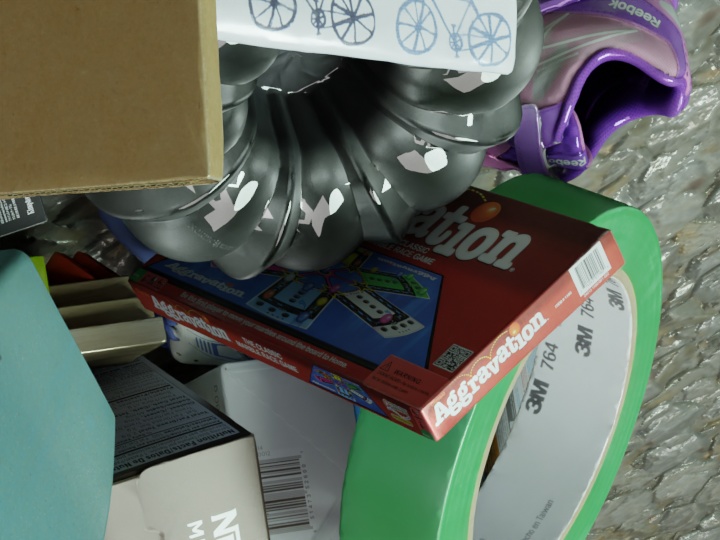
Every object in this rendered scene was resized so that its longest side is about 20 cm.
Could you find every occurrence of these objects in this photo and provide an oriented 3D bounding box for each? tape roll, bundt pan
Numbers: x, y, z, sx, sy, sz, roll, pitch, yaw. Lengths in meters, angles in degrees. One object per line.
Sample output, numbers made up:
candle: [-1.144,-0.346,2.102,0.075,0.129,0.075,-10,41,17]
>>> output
tape roll: [0.063,0.061,0.925,0.200,0.048,0.202,-44,146,-41]
bundt pan: [-0.021,-0.075,0.780,0.200,0.076,0.203,-14,138,-13]

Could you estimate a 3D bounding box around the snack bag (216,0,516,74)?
snack bag: [-0.018,-0.167,0.667,0.187,0.202,0.021,3,179,-40]

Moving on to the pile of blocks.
pile of blocks: [-0.186,0.021,0.942,0.198,0.063,0.082,-11,172,-3]

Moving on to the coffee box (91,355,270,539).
coffee box: [-0.114,0.107,0.978,0.079,0.200,0.115,-16,111,-23]

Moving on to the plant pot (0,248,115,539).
plant pot: [-0.179,0.090,0.800,0.140,0.201,0.142,-7,124,28]

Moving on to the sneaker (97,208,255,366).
sneaker: [-0.071,0.009,1.008,0.088,0.076,0.200,-30,148,17]

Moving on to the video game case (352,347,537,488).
video game case: [0.047,0.041,1.031,0.018,0.145,0.200,-12,175,27]

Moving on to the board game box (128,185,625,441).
board game box: [0.000,0.000,0.850,0.103,0.199,0.020,-41,124,-22]

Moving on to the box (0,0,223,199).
box: [-0.119,-0.118,0.602,0.162,0.202,0.021,-3,178,14]

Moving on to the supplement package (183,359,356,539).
supplement package: [-0.047,0.118,1.088,0.119,0.122,0.200,-5,169,-28]

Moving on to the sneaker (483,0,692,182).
sneaker: [0.059,-0.072,0.955,0.199,0.089,0.081,-24,152,4]

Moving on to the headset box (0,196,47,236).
headset box: [-0.227,-0.054,0.793,0.198,0.078,0.149,-18,149,-8]
